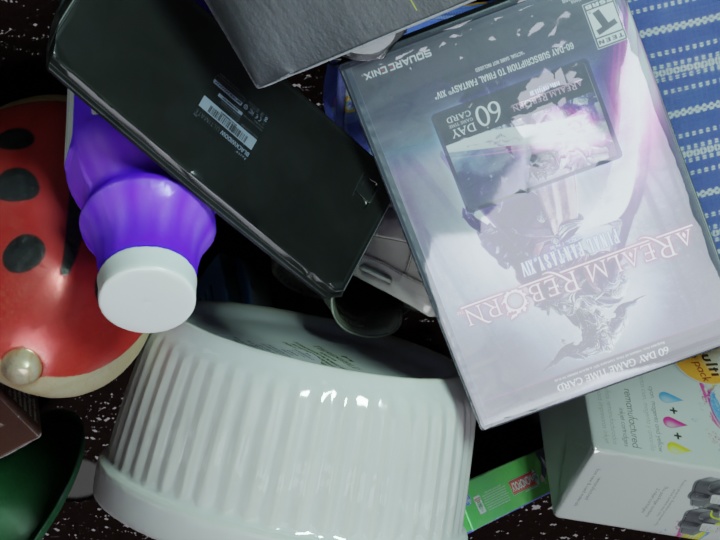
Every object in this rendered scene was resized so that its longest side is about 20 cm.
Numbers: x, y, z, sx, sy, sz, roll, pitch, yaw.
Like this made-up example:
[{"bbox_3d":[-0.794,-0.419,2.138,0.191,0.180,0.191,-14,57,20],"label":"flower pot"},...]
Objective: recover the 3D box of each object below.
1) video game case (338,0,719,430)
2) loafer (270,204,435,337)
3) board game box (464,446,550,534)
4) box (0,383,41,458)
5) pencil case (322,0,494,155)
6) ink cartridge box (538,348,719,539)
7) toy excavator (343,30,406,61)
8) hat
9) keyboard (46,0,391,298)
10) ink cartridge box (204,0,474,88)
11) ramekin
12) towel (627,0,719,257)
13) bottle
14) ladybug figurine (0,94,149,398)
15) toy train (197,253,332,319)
[{"bbox_3d":[0.091,-0.035,1.349,0.142,0.019,0.201,-20,103,8],"label":"video game case"},{"bbox_3d":[0.000,0.000,1.465,0.070,0.070,0.200,26,165,-19],"label":"loafer"},{"bbox_3d":[0.038,0.151,1.624,0.134,0.029,0.200,-25,174,22],"label":"board game box"},{"bbox_3d":[-0.259,0.018,1.491,0.075,0.100,0.200,-26,132,12],"label":"box"},{"bbox_3d":[0.079,-0.105,1.411,0.199,0.078,0.087,-4,117,0],"label":"pencil case"},{"bbox_3d":[0.209,0.096,1.609,0.199,0.115,0.068,10,135,-16],"label":"ink cartridge box"},{"bbox_3d":[-0.006,-0.225,1.275,0.200,0.100,0.194,38,129,-19],"label":"toy excavator"},{"bbox_3d":[-0.286,0.107,1.565,0.200,0.166,0.176,-43,112,10],"label":"hat"},{"bbox_3d":[-0.057,-0.090,1.329,0.200,0.127,0.021,41,153,-24],"label":"keyboard"},{"bbox_3d":[-0.012,-0.200,1.221,0.199,0.047,0.198,-20,109,34],"label":"ink cartridge box"},{"bbox_3d":[-0.032,0.086,1.430,0.199,0.200,0.106,10,98,-16],"label":"ramekin"},{"bbox_3d":[0.170,-0.099,1.369,0.144,0.024,0.201,-14,105,-12],"label":"towel"},{"bbox_3d":[-0.104,-0.058,1.355,0.083,0.201,0.065,9,136,-14],"label":"bottle"},{"bbox_3d":[-0.155,-0.020,1.393,0.135,0.201,0.072,22,129,-21],"label":"ladybug figurine"},{"bbox_3d":[-0.030,0.073,1.589,0.199,0.087,0.114,23,124,-26],"label":"toy train"}]
